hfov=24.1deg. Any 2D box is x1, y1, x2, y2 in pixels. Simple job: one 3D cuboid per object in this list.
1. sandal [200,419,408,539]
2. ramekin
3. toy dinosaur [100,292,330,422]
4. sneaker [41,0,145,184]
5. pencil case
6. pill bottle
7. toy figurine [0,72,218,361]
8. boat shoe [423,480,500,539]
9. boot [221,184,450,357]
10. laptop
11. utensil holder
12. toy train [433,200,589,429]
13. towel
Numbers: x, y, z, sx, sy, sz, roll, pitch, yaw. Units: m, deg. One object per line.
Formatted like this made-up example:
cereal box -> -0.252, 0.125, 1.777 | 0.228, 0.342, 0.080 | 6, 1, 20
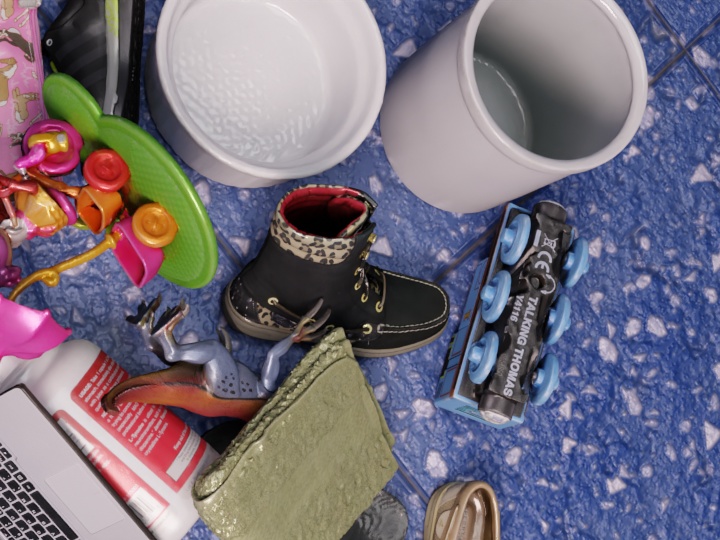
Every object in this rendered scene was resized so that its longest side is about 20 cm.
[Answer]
sandal -> -0.044, 0.177, 1.395 | 0.199, 0.048, 0.076 | 24, 72, -16
ramekin -> -0.086, -0.166, 1.415 | 0.198, 0.098, 0.203 | 4, 79, -21
toy dinosaur -> -0.111, 0.096, 1.335 | 0.182, 0.104, 0.201 | 50, 57, -24
sneaker -> -0.226, -0.165, 1.388 | 0.082, 0.072, 0.203 | 3, 77, 3
pencil case -> -0.286, -0.134, 1.336 | 0.082, 0.086, 0.203 | -4, 83, -35
pill bottle -> -0.210, 0.128, 1.303 | 0.200, 0.112, 0.113 | 43, 68, -10
toy figurine -> -0.235, -0.023, 1.230 | 0.184, 0.150, 0.200 | -37, 82, -29
boat shoe -> 0.083, 0.278, 1.419 | 0.070, 0.064, 0.203 | 6, 78, -21
boot -> -0.001, 0.001, 1.383 | 0.201, 0.154, 0.074 | 5, 56, -19
laptop -> -0.278, 0.218, 1.244 | 0.188, 0.199, 0.116 | 52, 33, -17
utensil holder -> 0.124, -0.147, 1.440 | 0.168, 0.200, 0.172 | 4, 79, -20
toy train -> 0.131, 0.039, 1.455 | 0.086, 0.114, 0.202 | 20, 74, -14
towel -> -0.047, 0.158, 1.328 | 0.200, 0.036, 0.149 | -49, 130, -34
